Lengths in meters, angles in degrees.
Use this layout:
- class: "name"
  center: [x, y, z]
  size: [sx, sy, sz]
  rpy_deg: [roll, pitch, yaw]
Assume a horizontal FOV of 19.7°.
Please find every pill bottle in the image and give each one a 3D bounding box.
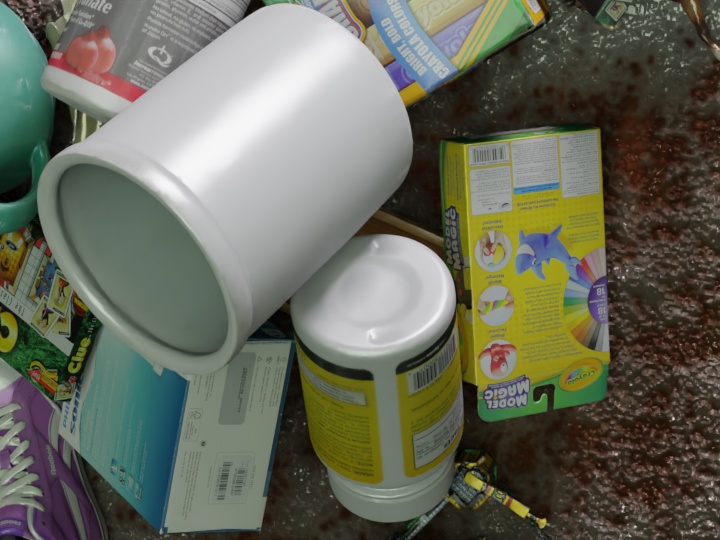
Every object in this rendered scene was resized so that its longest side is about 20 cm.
- class: "pill bottle"
  center: [-0.136, -0.195, 1.454]
  size: [0.110, 0.111, 0.201]
  rpy_deg: [25, 88, 6]
- class: "pill bottle"
  center: [0.015, 0.081, 1.457]
  size: [0.113, 0.115, 0.201]
  rpy_deg: [6, 138, 11]

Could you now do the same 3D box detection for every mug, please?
- class: "mug"
  center: [-0.290, -0.113, 1.530]
  size: [0.152, 0.114, 0.186]
  rpy_deg: [-17, 93, 56]

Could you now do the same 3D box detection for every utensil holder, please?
- class: "utensil holder"
  center: [-0.084, -0.059, 1.359]
  size: [0.169, 0.200, 0.171]
  rpy_deg: [29, 143, 25]

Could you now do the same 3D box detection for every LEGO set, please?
- class: "LEGO set"
  center: [0.091, 0.241, 1.534]
  size: [0.153, 0.116, 0.201]
  rpy_deg: [-36, 92, 16]

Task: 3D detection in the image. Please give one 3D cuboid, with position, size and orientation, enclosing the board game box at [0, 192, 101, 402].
- class: "board game box"
  center: [-0.267, 0.006, 1.566]
  size: [0.199, 0.023, 0.105]
  rpy_deg: [33, 110, 36]

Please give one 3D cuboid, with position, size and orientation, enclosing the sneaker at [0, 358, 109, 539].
- class: "sneaker"
  center: [-0.262, 0.157, 1.596]
  size: [0.072, 0.114, 0.202]
  rpy_deg: [-27, 93, 17]

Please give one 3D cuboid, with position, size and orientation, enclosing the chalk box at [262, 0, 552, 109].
- class: "chalk box"
  center: [0.017, -0.176, 1.465]
  size: [0.199, 0.125, 0.125]
  rpy_deg: [-30, 94, 15]

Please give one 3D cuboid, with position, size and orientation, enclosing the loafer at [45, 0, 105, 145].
- class: "loafer"
  center: [-0.199, -0.161, 1.544]
  size: [0.068, 0.076, 0.202]
  rpy_deg: [6, 94, 13]

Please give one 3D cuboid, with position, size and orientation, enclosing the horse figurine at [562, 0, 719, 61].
- class: "horse figurine"
  center: [0.245, -0.236, 1.437]
  size: [0.132, 0.050, 0.201]
  rpy_deg: [38, 115, 21]

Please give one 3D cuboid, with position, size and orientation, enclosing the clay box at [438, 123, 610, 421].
- class: "clay box"
  center: [0.119, 0.001, 1.490]
  size: [0.114, 0.048, 0.202]
  rpy_deg: [-8, 102, -24]

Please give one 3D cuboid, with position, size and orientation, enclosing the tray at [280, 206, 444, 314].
- class: "tray"
  center: [0.000, 0.000, 1.545]
  size: [0.199, 0.037, 0.099]
  rpy_deg: [24, 98, 6]

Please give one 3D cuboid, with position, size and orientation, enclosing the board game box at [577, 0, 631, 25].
- class: "board game box"
  center: [0.199, -0.276, 1.419]
  size: [0.023, 0.105, 0.201]
  rpy_deg: [21, 112, -37]

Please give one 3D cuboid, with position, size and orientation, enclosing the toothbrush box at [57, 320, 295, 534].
- class: "toothbrush box"
  center: [-0.139, 0.087, 1.511]
  size: [0.085, 0.200, 0.148]
  rpy_deg: [3, 105, -32]
